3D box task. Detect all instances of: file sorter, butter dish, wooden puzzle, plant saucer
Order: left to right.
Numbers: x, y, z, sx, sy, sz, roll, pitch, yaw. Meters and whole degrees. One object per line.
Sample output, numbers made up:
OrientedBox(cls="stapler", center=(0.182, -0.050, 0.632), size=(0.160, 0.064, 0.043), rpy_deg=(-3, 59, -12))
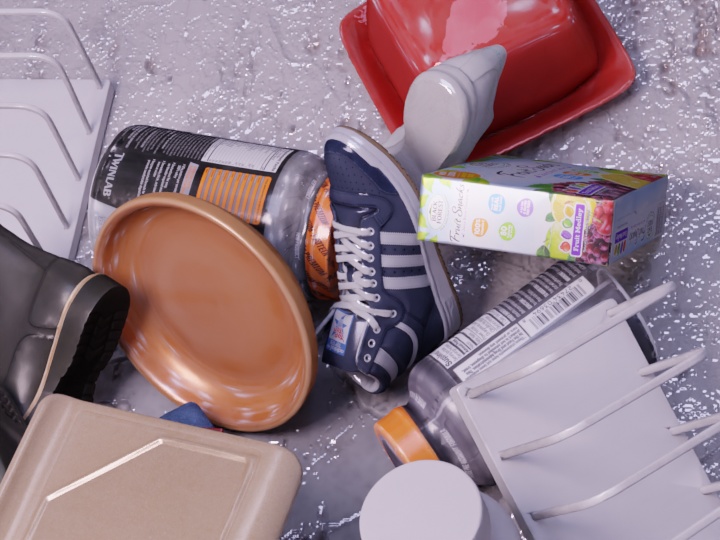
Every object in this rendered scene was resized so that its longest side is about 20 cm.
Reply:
OrientedBox(cls="file sorter", center=(-0.299, -0.101, 1.810), size=(0.137, 0.125, 0.201), rpy_deg=(1, 59, 14))
OrientedBox(cls="wooden puzzle", center=(-0.156, 0.185, 1.487), size=(0.198, 0.037, 0.186), rpy_deg=(13, 64, 21))
OrientedBox(cls="plant saucer", center=(-0.110, 0.027, 1.654), size=(0.199, 0.201, 0.037), rpy_deg=(23, 43, 25))
OrientedBox(cls="butter dish", center=(0.089, -0.205, 1.766), size=(0.199, 0.148, 0.200), rpy_deg=(-26, 56, -3))
OrientedBox(cls="file sorter", center=(0.182, 0.129, 1.479), size=(0.138, 0.124, 0.201), rpy_deg=(-28, 90, -23))

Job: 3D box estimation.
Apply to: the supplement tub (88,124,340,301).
OrientedBox(cls="supplement tub", center=(-0.099, -0.040, 1.725), size=(0.198, 0.123, 0.123), rpy_deg=(11, 62, 19))

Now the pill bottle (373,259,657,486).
OrientedBox(cls="pill bottle", center=(0.107, 0.083, 1.610), size=(0.199, 0.106, 0.106), rpy_deg=(-35, 58, -8))

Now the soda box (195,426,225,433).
OrientedBox(cls="soda box", center=(-0.135, 0.208, 1.527), size=(0.063, 0.070, 0.201), rpy_deg=(2, 59, 18))

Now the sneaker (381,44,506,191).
OrientedBox(cls="sneaker", center=(0.061, -0.097, 1.698), size=(0.075, 0.200, 0.088), rpy_deg=(45, 54, 7))

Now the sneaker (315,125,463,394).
OrientedBox(cls="sneaker", center=(0.000, 0.000, 1.627), size=(0.108, 0.201, 0.070), rpy_deg=(-42, 37, -24))

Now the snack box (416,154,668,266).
OrientedBox(cls="snack box", center=(0.137, -0.047, 1.636), size=(0.141, 0.200, 0.054), rpy_deg=(7, 99, 17))

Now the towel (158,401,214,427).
OrientedBox(cls="towel", center=(-0.183, 0.181, 1.647), size=(0.199, 0.049, 0.112), rpy_deg=(-31, 38, -5))

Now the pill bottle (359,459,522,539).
OrientedBox(cls="pill bottle", center=(0.062, 0.212, 1.481), size=(0.110, 0.201, 0.112), rpy_deg=(-9, 53, 12))

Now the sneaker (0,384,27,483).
OrientedBox(cls="sneaker", center=(-0.267, 0.182, 1.602), size=(0.114, 0.076, 0.200), rpy_deg=(-51, 58, 28))

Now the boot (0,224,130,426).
OrientedBox(cls="boot", center=(-0.270, 0.071, 1.697), size=(0.138, 0.077, 0.201), rpy_deg=(30, 95, 24))
